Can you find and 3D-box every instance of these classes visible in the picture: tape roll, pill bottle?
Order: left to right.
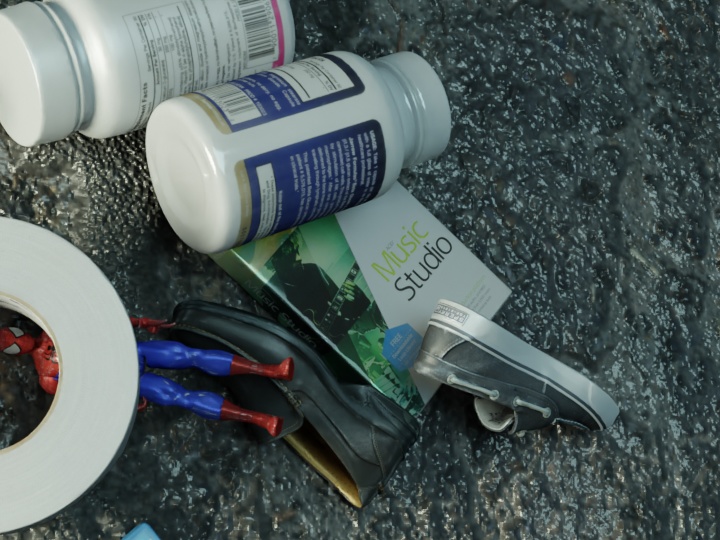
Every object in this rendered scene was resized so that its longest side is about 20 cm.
[{"bbox_3d":[-0.240,0.068,1.180,0.200,0.066,0.200,1,82,-5],"label":"tape roll"},{"bbox_3d":[-0.157,-0.158,1.308,0.200,0.113,0.113,-19,82,-30],"label":"pill bottle"},{"bbox_3d":[-0.040,-0.091,1.305,0.200,0.111,0.111,-20,82,-28],"label":"pill bottle"}]

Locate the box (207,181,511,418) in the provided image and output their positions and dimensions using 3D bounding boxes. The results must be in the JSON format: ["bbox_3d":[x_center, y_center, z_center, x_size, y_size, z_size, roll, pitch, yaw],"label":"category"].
[{"bbox_3d":[0.000,0.000,1.377,0.200,0.036,0.144,43,60,-6],"label":"box"}]

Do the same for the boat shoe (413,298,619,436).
[{"bbox_3d":[0.114,0.089,1.368,0.200,0.072,0.068,31,83,-43],"label":"boat shoe"}]

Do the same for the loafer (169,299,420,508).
[{"bbox_3d":[-0.053,0.091,1.301,0.200,0.073,0.072,32,66,-12],"label":"loafer"}]

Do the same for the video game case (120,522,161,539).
[{"bbox_3d":[-0.131,0.287,1.225,0.143,0.018,0.200,-41,93,-30],"label":"video game case"}]

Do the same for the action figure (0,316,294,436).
[{"bbox_3d":[-0.148,0.065,1.248,0.200,0.052,0.065,10,83,5],"label":"action figure"}]
